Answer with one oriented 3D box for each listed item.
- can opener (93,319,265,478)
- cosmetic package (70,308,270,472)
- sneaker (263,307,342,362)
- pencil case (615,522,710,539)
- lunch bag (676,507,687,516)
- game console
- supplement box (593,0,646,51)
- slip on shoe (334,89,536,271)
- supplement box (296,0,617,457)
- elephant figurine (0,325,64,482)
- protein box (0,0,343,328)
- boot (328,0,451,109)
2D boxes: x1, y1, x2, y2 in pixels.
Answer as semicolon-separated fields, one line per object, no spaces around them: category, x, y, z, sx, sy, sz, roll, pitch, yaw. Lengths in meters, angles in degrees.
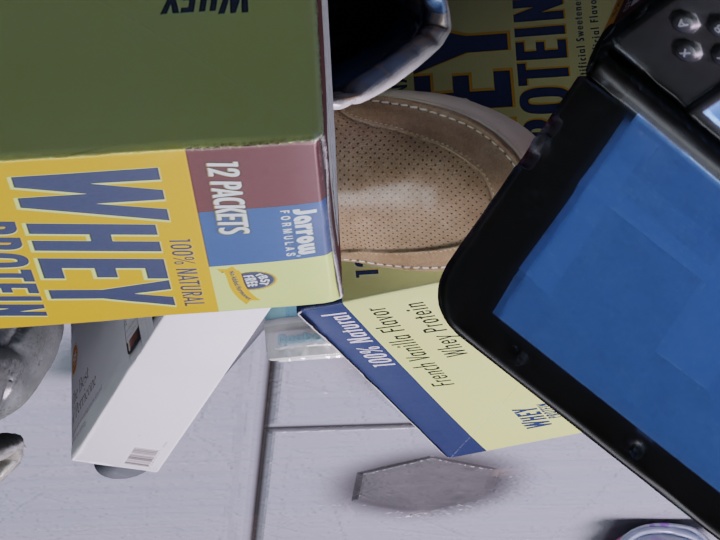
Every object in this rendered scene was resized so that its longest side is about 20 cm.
can opener;-0.087;0.048;1.522;0.052;0.067;0.200;8;149;-21
cosmetic package;-0.090;0.015;1.396;0.050;0.083;0.200;10;147;-18
sneaker;0.000;0.000;1.423;0.073;0.083;0.200;-2;180;9
pencil case;0.182;0.239;1.946;0.082;0.091;0.200;1;156;-12
lunch bag;0.260;0.085;1.536;0.199;0.123;0.170;3;174;-23
game console;0.162;-0.002;1.050;0.200;0.119;0.172;38;141;-15
supplement box;0.201;-0.076;1.129;0.200;0.111;0.086;38;141;-15
slip on shoe;-0.022;-0.037;1.170;0.199;0.061;0.077;13;119;22
supplement box;0.094;-0.026;1.290;0.198;0.135;0.200;-12;154;18
elephant figurine;-0.233;0.060;1.446;0.154;0.142;0.200;19;144;-13
protein box;-0.110;-0.098;1.019;0.197;0.201;0.135;-4;156;1
boot;-0.063;-0.088;1.118;0.199;0.074;0.095;-20;-159;-30
